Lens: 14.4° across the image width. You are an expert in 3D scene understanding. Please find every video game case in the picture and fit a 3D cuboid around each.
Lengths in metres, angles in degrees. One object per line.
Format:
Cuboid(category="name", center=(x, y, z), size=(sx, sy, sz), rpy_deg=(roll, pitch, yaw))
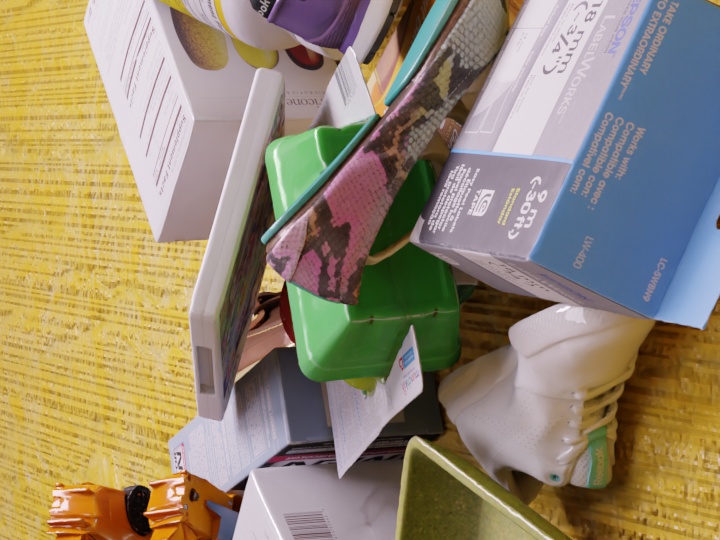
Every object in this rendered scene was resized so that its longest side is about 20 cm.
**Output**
Cuboid(category="video game case", center=(-0.067, -0.010, 1.581), size=(0.200, 0.018, 0.144), rpy_deg=(96, -172, -72))

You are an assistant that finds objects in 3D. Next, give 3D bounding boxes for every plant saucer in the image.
Cuboid(category="plant saucer", center=(0.087, 0.208, 1.440), size=(0.199, 0.048, 0.201), rpy_deg=(35, 127, 48))

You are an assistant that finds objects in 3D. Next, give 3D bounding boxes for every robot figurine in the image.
Cuboid(category="robot figurine", center=(-0.095, 0.180, 1.718), size=(0.144, 0.200, 0.059), rpy_deg=(-8, 59, 30))

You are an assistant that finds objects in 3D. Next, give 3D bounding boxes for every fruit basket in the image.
Cuboid(category="fruit basket", center=(0.000, 0.000, 1.519), size=(0.200, 0.093, 0.186), rpy_deg=(110, 151, -72))

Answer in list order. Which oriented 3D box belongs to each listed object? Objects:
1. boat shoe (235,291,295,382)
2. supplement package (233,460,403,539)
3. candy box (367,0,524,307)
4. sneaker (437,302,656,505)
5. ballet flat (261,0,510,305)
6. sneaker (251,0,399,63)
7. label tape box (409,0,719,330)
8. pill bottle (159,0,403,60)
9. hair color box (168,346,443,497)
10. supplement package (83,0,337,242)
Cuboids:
Cuboid(category="boat shoe", center=(-0.057, 0.045, 1.782), size=(0.200, 0.072, 0.068), rpy_deg=(147, 116, -67))
Cuboid(category="supplement package", center=(-0.017, 0.222, 1.630), size=(0.114, 0.109, 0.201), rpy_deg=(-119, 35, -47))
Cuboid(category="candy box", center=(0.049, -0.075, 1.542), size=(0.200, 0.055, 0.116), rpy_deg=(121, 140, -50))
Cuboid(category="sneaker", center=(0.108, 0.064, 1.418), size=(0.089, 0.075, 0.200), rpy_deg=(68, 157, 11))
Cuboid(category="ballet flat", center=(0.031, -0.067, 1.406), size=(0.200, 0.071, 0.069), rpy_deg=(-55, 4, -12))
Cuboid(category="sneaker", center=(0.000, -0.219, 1.521), size=(0.076, 0.087, 0.201), rpy_deg=(132, 158, -74))
Cuboid(category="label tape box", center=(0.115, -0.058, 1.307), size=(0.145, 0.063, 0.200), rpy_deg=(-64, 22, -7))
Cuboid(category="pill bottle", center=(-0.071, -0.199, 1.680), size=(0.199, 0.112, 0.113), rpy_deg=(28, 121, 32))
Cuboid(category="hair color box", center=(-0.036, 0.100, 1.701), size=(0.200, 0.098, 0.061), rpy_deg=(139, 125, -62))
Cuboid(category="supplement package", center=(-0.091, -0.127, 1.798), size=(0.110, 0.113, 0.201), rpy_deg=(111, 147, -44))
